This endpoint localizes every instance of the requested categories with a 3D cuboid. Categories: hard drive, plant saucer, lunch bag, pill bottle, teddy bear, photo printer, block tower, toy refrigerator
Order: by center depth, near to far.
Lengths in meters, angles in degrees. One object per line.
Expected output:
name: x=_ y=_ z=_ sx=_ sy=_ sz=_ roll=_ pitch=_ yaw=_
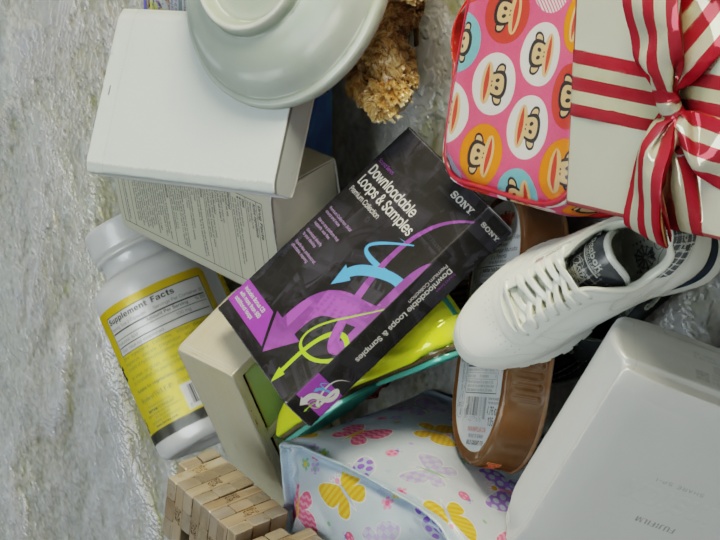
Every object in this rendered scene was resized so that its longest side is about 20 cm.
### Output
photo printer: x=0.199 y=0.140 z=1.341 sx=0.165 sy=0.070 sz=0.201 roll=20 pitch=125 yaw=-11
lunch bag: x=0.123 y=-0.142 z=1.345 sx=0.176 sy=0.082 sz=0.202 roll=19 pitch=100 yaw=52
plant saucer: x=-0.065 y=-0.218 z=1.428 sx=0.199 sy=0.050 sz=0.202 roll=-6 pitch=80 yaw=39
block tower: x=-0.067 y=0.210 z=1.450 sx=0.200 sy=0.054 sz=0.058 roll=33 pitch=128 yaw=37
teddy bear: x=0.015 y=-0.207 z=1.455 sx=0.145 sy=0.066 sz=0.201 roll=-103 pitch=20 yaw=-55
lunch bag: x=0.060 y=0.185 z=1.468 sx=0.199 sy=0.169 sz=0.128 roll=18 pitch=114 yaw=40
hard drive: x=-0.119 y=-0.129 z=1.508 sx=0.199 sy=0.026 sz=0.133 roll=8 pitch=84 yaw=40
toy refrigerator: x=-0.066 y=0.116 z=1.575 sx=0.070 sy=0.076 sz=0.201 roll=22 pitch=146 yaw=38
pill bottle: x=-0.156 y=0.048 z=1.680 sx=0.111 sy=0.111 sz=0.201 roll=-32 pitch=79 yaw=44

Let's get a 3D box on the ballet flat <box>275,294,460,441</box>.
ballet flat: x=0.001 y=0.064 z=1.478 sx=0.200 sy=0.067 sz=0.067 roll=-31 pitch=83 yaw=40

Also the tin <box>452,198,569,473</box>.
tin: x=0.105 y=0.042 z=1.417 sx=0.112 sy=0.042 sz=0.202 roll=175 pitch=104 yaw=-69

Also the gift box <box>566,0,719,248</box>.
gift box: x=0.240 y=-0.119 z=1.199 sx=0.199 sy=0.186 sz=0.186 roll=10 pitch=109 yaw=43

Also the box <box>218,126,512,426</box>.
box: x=0.000 y=0.000 z=1.440 sx=0.200 sy=0.036 sz=0.143 roll=-43 pitch=37 yaw=1

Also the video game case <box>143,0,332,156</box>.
video game case: x=-0.098 y=-0.185 z=1.575 sx=0.181 sy=0.045 sz=0.201 roll=31 pitch=135 yaw=33

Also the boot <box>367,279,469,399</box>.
boot: x=0.022 y=0.053 z=1.550 sx=0.199 sy=0.075 sz=0.108 roll=5 pitch=125 yaw=37

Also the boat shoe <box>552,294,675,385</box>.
boat shoe: x=0.163 y=0.022 z=1.401 sx=0.076 sy=0.060 sz=0.200 roll=56 pitch=132 yaw=17

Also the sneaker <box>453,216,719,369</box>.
sneaker: x=0.137 y=0.007 z=1.306 sx=0.199 sy=0.080 sz=0.077 roll=-30 pitch=78 yaw=26

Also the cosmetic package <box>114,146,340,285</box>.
cosmetic package: x=-0.107 y=-0.061 z=1.572 sx=0.199 sy=0.073 sz=0.104 roll=25 pitch=134 yaw=38
